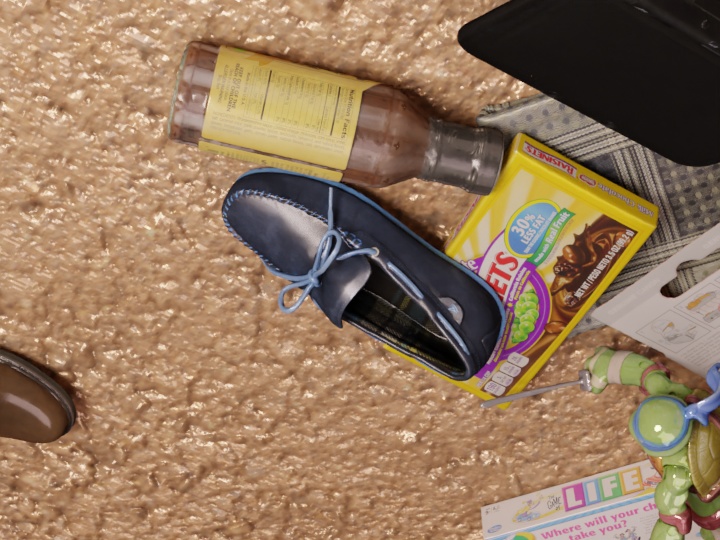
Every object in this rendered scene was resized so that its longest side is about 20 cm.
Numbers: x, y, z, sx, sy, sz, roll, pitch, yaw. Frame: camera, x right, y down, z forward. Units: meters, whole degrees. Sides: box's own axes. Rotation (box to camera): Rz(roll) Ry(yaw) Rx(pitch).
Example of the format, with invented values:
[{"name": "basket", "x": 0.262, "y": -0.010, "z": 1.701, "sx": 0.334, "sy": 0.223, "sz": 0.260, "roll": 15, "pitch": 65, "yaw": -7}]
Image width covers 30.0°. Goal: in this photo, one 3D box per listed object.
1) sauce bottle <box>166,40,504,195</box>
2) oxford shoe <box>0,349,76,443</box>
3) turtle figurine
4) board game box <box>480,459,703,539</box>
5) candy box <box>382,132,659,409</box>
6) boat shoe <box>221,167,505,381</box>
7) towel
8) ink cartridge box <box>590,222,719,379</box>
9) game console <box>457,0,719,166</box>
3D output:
[{"name": "sauce bottle", "x": -0.014, "y": -0.085, "z": 0.803, "sx": 0.197, "sy": 0.065, "sz": 0.065, "roll": 13, "pitch": 128, "yaw": -8}, {"name": "oxford shoe", "x": -0.298, "y": 0.093, "z": 0.938, "sx": 0.198, "sy": 0.085, "sz": 0.073, "roll": 17, "pitch": 126, "yaw": -15}, {"name": "turtle figurine", "x": 0.190, "y": 0.133, "z": 0.917, "sx": 0.200, "sy": 0.144, "sz": 0.193, "roll": -46, "pitch": 142, "yaw": 15}, {"name": "board game box", "x": 0.211, "y": 0.215, "z": 1.067, "sx": 0.198, "sy": 0.034, "sz": 0.135, "roll": -18, "pitch": 127, "yaw": 14}, {"name": "candy box", "x": 0.099, "y": 0.007, "z": 0.879, "sx": 0.101, "sy": 0.027, "sz": 0.201, "roll": 28, "pitch": 133, "yaw": -4}, {"name": "boat shoe", "x": 0.000, "y": 0.000, "z": 0.849, "sx": 0.198, "sy": 0.069, "sz": 0.085, "roll": 24, "pitch": 132, "yaw": 3}, {"name": "towel", "x": 0.192, "y": -0.056, "z": 0.857, "sx": 0.198, "sy": 0.035, "sz": 0.194, "roll": -16, "pitch": 124, "yaw": 16}, {"name": "ink cartridge box", "x": 0.277, "y": 0.018, "z": 0.880, "sx": 0.199, "sy": 0.058, "sz": 0.162, "roll": 30, "pitch": 136, "yaw": -18}, {"name": "game console", "x": 0.184, "y": -0.150, "z": 0.718, "sx": 0.198, "sy": 0.116, "sz": 0.177, "roll": 21, "pitch": 102, "yaw": -30}]
